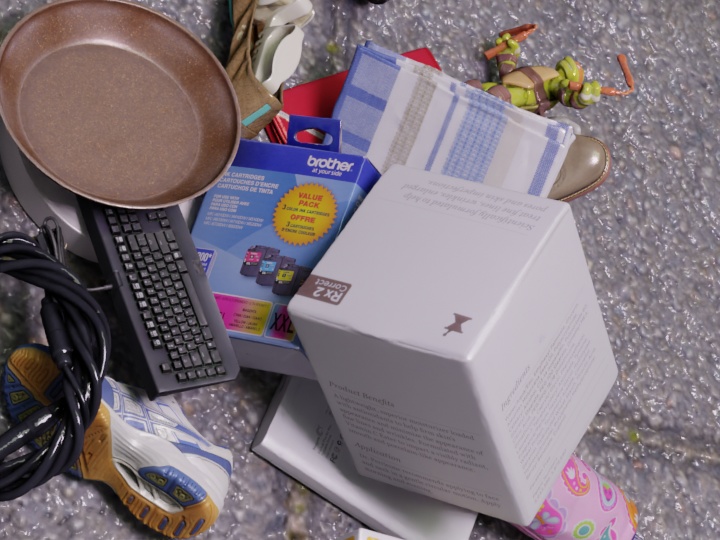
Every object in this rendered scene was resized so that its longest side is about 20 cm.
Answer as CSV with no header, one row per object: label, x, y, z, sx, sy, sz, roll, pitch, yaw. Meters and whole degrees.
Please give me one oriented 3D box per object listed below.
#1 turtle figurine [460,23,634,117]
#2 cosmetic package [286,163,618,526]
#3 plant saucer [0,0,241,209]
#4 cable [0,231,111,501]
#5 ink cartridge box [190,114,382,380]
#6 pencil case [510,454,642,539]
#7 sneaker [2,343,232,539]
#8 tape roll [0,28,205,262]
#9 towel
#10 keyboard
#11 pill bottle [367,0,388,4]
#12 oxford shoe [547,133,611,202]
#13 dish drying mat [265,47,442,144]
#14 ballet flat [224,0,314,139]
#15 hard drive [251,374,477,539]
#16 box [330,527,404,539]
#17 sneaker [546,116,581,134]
turtle figurine,0.137,-0.165,1.850,0.161,0.200,0.065,-16,120,-26
cosmetic package,0.075,0.056,1.578,0.165,0.164,0.200,-54,142,-31
plant saucer,-0.192,-0.125,1.617,0.199,0.037,0.201,12,56,-18
cable,-0.262,0.063,1.502,0.162,0.051,0.201,9,67,12
ink cartridge box,-0.059,-0.024,1.638,0.076,0.136,0.201,51,53,-55
pencil case,0.146,0.183,1.718,0.200,0.087,0.088,34,55,-36
sneaker,-0.185,0.119,1.580,0.200,0.075,0.088,42,33,-10
tape roll,-0.194,-0.102,1.671,0.202,0.037,0.204,12,65,-29
towel,0.066,-0.092,1.738,0.199,0.147,0.024,24,18,9
keyboard,-0.178,0.007,1.572,0.127,0.021,0.201,-12,63,-23
pill bottle,-0.029,-0.336,1.822,0.200,0.112,0.112,36,56,-15
oxford shoe,0.115,-0.089,1.773,0.199,0.075,0.071,-6,76,9
dish drying mat,0.002,-0.142,1.822,0.199,0.018,0.077,-21,82,-36
ballet flat,-0.076,-0.196,1.736,0.068,0.072,0.201,43,38,-32
hard drive,0.017,0.144,1.713,0.200,0.026,0.132,35,56,-17
box,0.051,0.287,1.631,0.199,0.101,0.113,18,63,-26
sneaker,0.140,-0.059,1.830,0.076,0.092,0.201,30,59,-20
